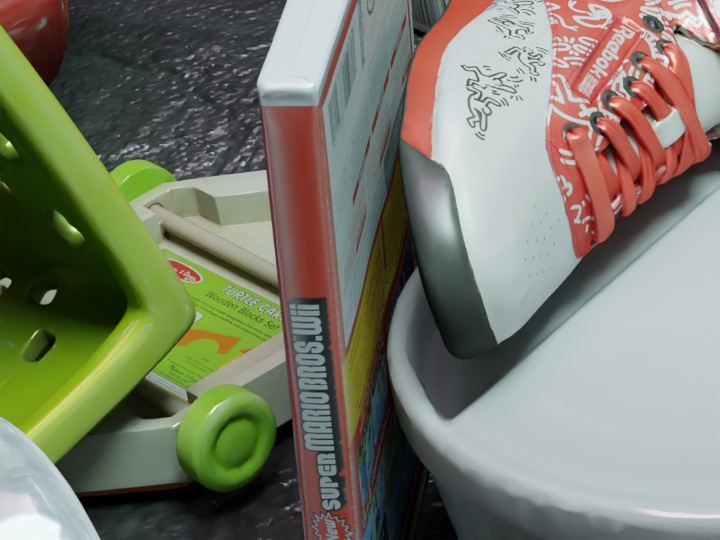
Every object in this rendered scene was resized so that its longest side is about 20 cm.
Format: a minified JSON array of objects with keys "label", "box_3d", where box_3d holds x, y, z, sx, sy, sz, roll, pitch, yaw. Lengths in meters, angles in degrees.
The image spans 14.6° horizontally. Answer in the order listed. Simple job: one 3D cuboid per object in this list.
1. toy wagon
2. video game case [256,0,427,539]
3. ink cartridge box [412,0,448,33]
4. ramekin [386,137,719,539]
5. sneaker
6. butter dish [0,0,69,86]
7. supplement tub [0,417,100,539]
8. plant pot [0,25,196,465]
[{"label":"toy wagon","box_3d":[-0.042,0.007,0.945,0.200,0.040,0.155,-30,36,-28]},{"label":"video game case","box_3d":[0.000,0.000,0.786,0.017,0.200,0.143,1,33,10]},{"label":"ink cartridge box","box_3d":[0.077,-0.161,1.175,0.200,0.037,0.095,-33,37,-26]},{"label":"ramekin","box_3d":[0.112,0.044,0.780,0.202,0.094,0.202,-9,32,5]},{"label":"sneaker","box_3d":[0.076,-0.050,0.788,0.108,0.067,0.201,-7,28,14]},{"label":"butter dish","box_3d":[-0.182,-0.090,1.061,0.199,0.148,0.200,-13,-10,-11]},{"label":"supplement tub","box_3d":[-0.159,0.126,0.716,0.200,0.123,0.123,-26,34,-20]},{"label":"plant pot","box_3d":[-0.205,-0.014,0.861,0.199,0.200,0.181,-41,32,-12]}]
